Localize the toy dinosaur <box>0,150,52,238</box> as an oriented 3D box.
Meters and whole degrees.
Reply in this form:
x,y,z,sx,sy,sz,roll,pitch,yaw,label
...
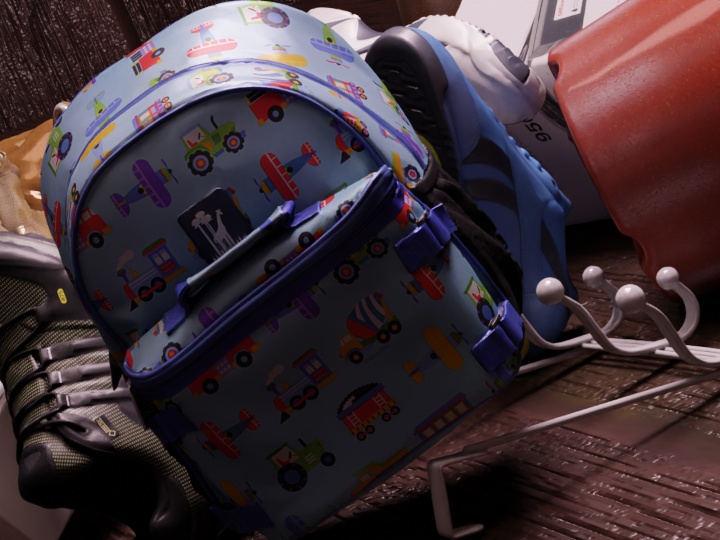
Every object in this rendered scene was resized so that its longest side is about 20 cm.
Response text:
x,y,z,sx,sy,sz,roll,pitch,yaw,label
-0.180,0.012,1.343,0.058,0.200,0.101,-24,18,40,toy dinosaur

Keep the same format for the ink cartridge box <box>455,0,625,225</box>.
x,y,z,sx,sy,sz,roll,pitch,yaw,label
0.161,-0.109,1.336,0.199,0.145,0.085,-9,48,46,ink cartridge box

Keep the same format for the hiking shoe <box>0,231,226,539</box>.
x,y,z,sx,sy,sz,roll,pitch,yaw,label
-0.140,0.061,1.084,0.101,0.200,0.076,-42,-11,-52,hiking shoe

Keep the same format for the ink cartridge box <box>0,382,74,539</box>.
x,y,z,sx,sy,sz,roll,pitch,yaw,label
-0.173,0.059,1.208,0.116,0.067,0.201,-19,37,50,ink cartridge box

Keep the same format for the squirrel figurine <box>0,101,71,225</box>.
x,y,z,sx,sy,sz,roll,pitch,yaw,label
-0.196,-0.012,1.482,0.199,0.142,0.187,5,59,29,squirrel figurine

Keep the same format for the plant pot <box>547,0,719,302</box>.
x,y,z,sx,sy,sz,roll,pitch,yaw,label
0.212,-0.091,1.142,0.195,0.201,0.201,-27,11,15,plant pot

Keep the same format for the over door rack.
x,y,z,sx,sy,sz,roll,pitch,yaw,label
0.077,0.046,1.049,0.199,0.067,0.148,-28,13,-23,over door rack

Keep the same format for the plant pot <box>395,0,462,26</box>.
x,y,z,sx,sy,sz,roll,pitch,yaw,label
0.116,-0.175,1.602,0.199,0.199,0.200,-20,13,5,plant pot

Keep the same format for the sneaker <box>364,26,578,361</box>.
x,y,z,sx,sy,sz,roll,pitch,yaw,label
0.061,-0.046,1.150,0.078,0.201,0.066,-40,31,-30,sneaker

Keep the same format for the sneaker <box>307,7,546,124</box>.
x,y,z,sx,sy,sz,roll,pitch,yaw,label
0.009,-0.078,1.286,0.199,0.079,0.130,17,71,41,sneaker

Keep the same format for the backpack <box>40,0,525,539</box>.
x,y,z,sx,sy,sz,roll,pitch,yaw,label
-0.043,-0.008,0.990,0.182,0.200,0.135,-33,17,8,backpack
